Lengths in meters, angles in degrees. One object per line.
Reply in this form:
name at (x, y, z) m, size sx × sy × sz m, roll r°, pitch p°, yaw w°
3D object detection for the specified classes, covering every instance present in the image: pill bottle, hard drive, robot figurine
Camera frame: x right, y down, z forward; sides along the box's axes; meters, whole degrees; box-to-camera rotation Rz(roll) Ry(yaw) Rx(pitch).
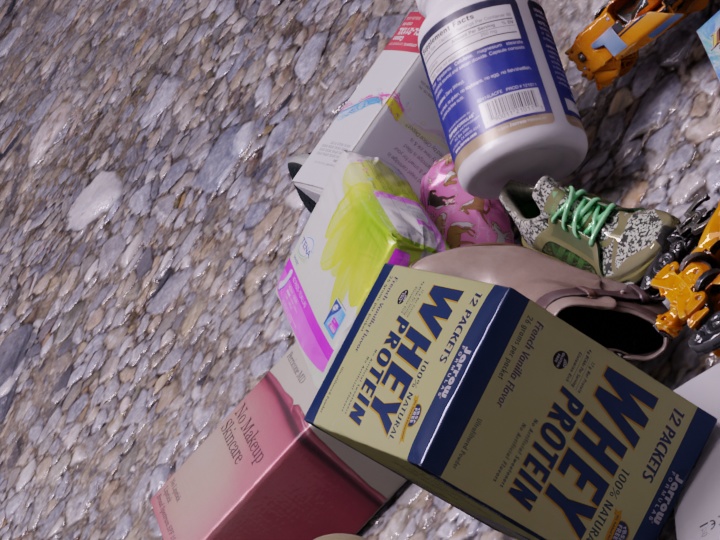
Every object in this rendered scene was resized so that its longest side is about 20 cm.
pill bottle at (0.115, -0.173, 1.755) m, size 0.115 × 0.115 × 0.201 m, roll -30°, pitch 65°, yaw 33°
hard drive at (0.269, 0.133, 1.389) m, size 0.132 × 0.027 × 0.201 m, roll -35°, pitch 32°, yaw 29°
robot figurine at (0.272, -0.241, 1.755) m, size 0.200 × 0.058 × 0.145 m, roll -39°, pitch -1°, yaw 26°
robot figurine at (0.292, -0.020, 1.473) m, size 0.200 × 0.058 × 0.145 m, roll -46°, pitch 28°, yaw 9°

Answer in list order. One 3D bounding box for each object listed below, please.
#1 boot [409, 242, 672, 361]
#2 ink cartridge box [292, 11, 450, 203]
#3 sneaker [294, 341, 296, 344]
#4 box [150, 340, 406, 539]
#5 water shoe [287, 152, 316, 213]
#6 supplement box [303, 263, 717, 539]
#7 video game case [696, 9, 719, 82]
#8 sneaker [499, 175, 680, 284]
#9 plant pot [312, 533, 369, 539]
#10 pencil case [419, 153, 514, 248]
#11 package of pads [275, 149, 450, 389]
boot at (0.139, 0.027, 1.555) m, size 0.146 × 0.198 × 0.071 m, roll -114°, pitch 29°, yaw -79°
ink cartridge box at (0.055, -0.114, 1.879) m, size 0.201 × 0.146 × 0.083 m, roll -55°, pitch 27°, yaw -9°
sneaker at (0.002, 0.060, 1.831) m, size 0.199 × 0.066 × 0.091 m, roll -10°, pitch 50°, yaw 54°
box at (-0.067, 0.182, 1.741) m, size 0.200 × 0.109 × 0.128 m, roll -48°, pitch 27°, yaw 6°
water shoe at (-0.002, -0.092, 2.044) m, size 0.079 × 0.072 × 0.200 m, roll -29°, pitch 19°, yaw -22°
supplement box at (0.103, 0.106, 1.454) m, size 0.135 × 0.199 × 0.199 m, roll -62°, pitch 24°, yaw -7°
video game case at (0.365, -0.209, 1.615) m, size 0.200 × 0.045 × 0.182 m, roll -43°, pitch 21°, yaw 19°
sneaker at (0.177, -0.038, 1.666) m, size 0.200 × 0.088 × 0.077 m, roll 7°, pitch 62°, yaw 59°
plant pot at (-0.030, 0.292, 1.507) m, size 0.187 × 0.188 × 0.200 m, roll -31°, pitch 19°, yaw 32°
pencil case at (0.086, -0.010, 1.766) m, size 0.082 × 0.087 × 0.201 m, roll -19°, pitch 40°, yaw 28°
package of pads at (0.000, 0.000, 1.722) m, size 0.155 × 0.068 × 0.200 m, roll -63°, pitch 24°, yaw 17°
